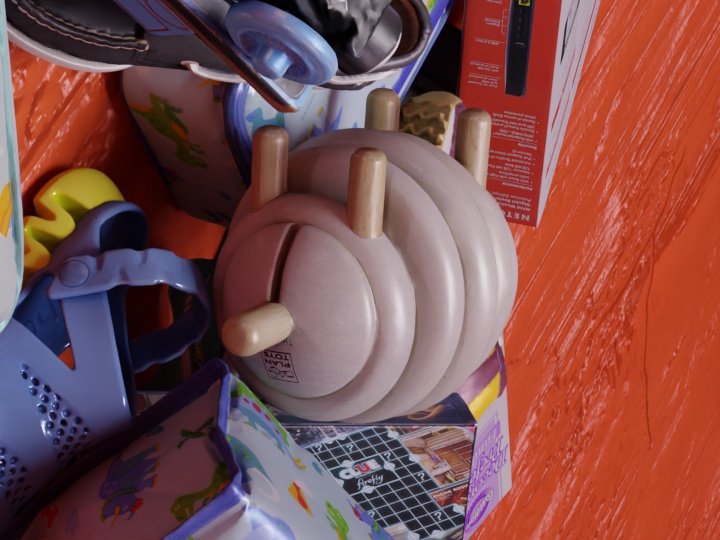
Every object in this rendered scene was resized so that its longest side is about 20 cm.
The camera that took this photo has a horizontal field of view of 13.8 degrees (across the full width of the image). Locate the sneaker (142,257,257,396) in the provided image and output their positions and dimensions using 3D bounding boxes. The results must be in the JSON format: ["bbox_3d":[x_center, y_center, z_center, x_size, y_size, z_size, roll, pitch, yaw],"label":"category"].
[{"bbox_3d":[-0.071,0.088,1.387,0.077,0.079,0.201,-11,121,-49],"label":"sneaker"}]

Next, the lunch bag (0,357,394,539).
[{"bbox_3d":[-0.079,0.166,1.251,0.170,0.200,0.128,46,14,-25],"label":"lunch bag"}]

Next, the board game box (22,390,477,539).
[{"bbox_3d":[-0.054,0.121,1.327,0.035,0.199,0.136,-115,-151,-64],"label":"board game box"}]

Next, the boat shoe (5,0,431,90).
[{"bbox_3d":[-0.061,-0.110,1.209,0.199,0.060,0.074,12,83,-35],"label":"boat shoe"}]

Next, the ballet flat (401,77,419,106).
[{"bbox_3d":[-0.029,-0.027,1.456,0.057,0.066,0.201,-21,-139,64],"label":"ballet flat"}]

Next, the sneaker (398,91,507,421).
[{"bbox_3d":[0.030,0.018,1.420,0.090,0.075,0.201,16,88,-36],"label":"sneaker"}]

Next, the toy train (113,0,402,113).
[{"bbox_3d":[-0.069,-0.140,1.095,0.200,0.114,0.087,42,68,-33],"label":"toy train"}]

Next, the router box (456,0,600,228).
[{"bbox_3d":[0.092,-0.154,1.508,0.200,0.049,0.180,-71,169,-46],"label":"router box"}]

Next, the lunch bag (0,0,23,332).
[{"bbox_3d":[-0.188,-0.041,1.048,0.160,0.077,0.201,-39,139,-46],"label":"lunch bag"}]

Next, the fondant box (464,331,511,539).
[{"bbox_3d":[0.014,0.095,1.546,0.144,0.058,0.200,-47,154,-26],"label":"fondant box"}]

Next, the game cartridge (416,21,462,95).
[{"bbox_3d":[0.017,-0.032,1.556,0.130,0.038,0.201,21,86,-70],"label":"game cartridge"}]

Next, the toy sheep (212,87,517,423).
[{"bbox_3d":[0.000,0.000,1.271,0.200,0.137,0.139,-19,123,-51],"label":"toy sheep"}]

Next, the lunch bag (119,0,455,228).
[{"bbox_3d":[-0.023,-0.119,1.360,0.201,0.082,0.161,-62,156,-22],"label":"lunch bag"}]

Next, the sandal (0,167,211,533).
[{"bbox_3d":[-0.129,0.047,1.230,0.200,0.087,0.080,-60,154,-23],"label":"sandal"}]
